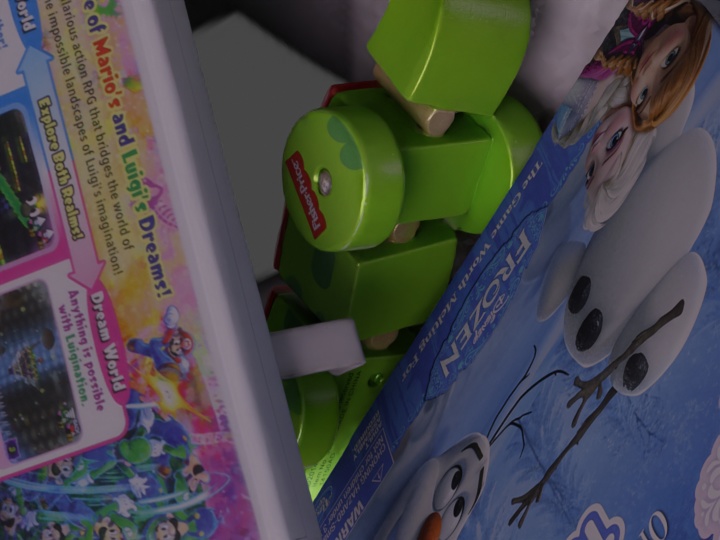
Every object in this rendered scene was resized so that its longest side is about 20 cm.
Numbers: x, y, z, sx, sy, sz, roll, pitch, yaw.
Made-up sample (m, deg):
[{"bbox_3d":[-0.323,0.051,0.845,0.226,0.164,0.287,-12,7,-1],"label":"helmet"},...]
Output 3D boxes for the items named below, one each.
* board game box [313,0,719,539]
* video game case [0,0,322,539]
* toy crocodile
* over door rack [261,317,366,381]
[{"bbox_3d":[0.060,0.045,0.706,0.043,0.199,0.200,25,108,-21],"label":"board game box"},{"bbox_3d":[-0.112,0.004,0.777,0.182,0.024,0.201,-20,79,28],"label":"video game case"},{"bbox_3d":[0.000,0.000,0.816,0.062,0.067,0.200,46,131,40],"label":"toy crocodile"},{"bbox_3d":[-0.105,-0.008,0.816,0.200,0.067,0.148,-28,76,41],"label":"over door rack"}]
